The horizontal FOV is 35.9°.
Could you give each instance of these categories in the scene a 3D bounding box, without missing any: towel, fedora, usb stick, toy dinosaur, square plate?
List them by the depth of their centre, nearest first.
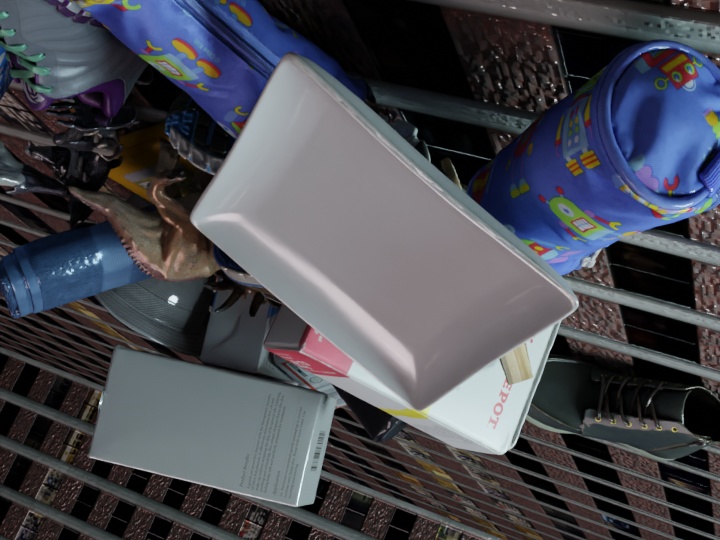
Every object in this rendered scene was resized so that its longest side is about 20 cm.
[{"bbox_3d":[0.005,-0.014,0.647,0.198,0.028,0.200,40,147,-3],"label":"square plate"},{"bbox_3d":[-0.117,-0.022,0.843,0.200,0.136,0.086,-3,-151,-32],"label":"toy dinosaur"},{"bbox_3d":[-0.200,-0.018,0.918,0.200,0.049,0.112,-18,173,-19],"label":"towel"},{"bbox_3d":[-0.025,0.062,0.973,0.200,0.033,0.055,52,135,18],"label":"usb stick"},{"bbox_3d":[-0.194,-0.012,1.094,0.177,0.090,0.200,31,-169,-28],"label":"fedora"}]

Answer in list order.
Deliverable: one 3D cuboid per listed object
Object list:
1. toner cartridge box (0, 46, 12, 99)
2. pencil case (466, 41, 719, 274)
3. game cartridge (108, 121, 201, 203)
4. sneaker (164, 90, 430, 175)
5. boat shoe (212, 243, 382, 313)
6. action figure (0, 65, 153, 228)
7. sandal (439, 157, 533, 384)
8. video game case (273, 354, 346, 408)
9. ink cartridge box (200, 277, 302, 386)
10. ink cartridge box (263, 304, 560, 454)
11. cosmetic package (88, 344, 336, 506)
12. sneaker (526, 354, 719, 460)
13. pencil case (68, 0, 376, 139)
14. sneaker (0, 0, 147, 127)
[{"bbox_3d":[-0.260,-0.162,0.762,0.043,0.095,0.200,27,164,-14],"label":"toner cartridge box"},{"bbox_3d":[0.123,-0.047,0.592,0.087,0.078,0.200,41,163,-3],"label":"pencil case"},{"bbox_3d":[-0.124,-0.069,0.983,0.176,0.032,0.200,32,163,-28],"label":"game cartridge"},{"bbox_3d":[-0.043,-0.076,0.779,0.200,0.075,0.087,19,169,17],"label":"sneaker"},{"bbox_3d":[0.000,0.000,0.771,0.200,0.072,0.072,13,161,23],"label":"boat shoe"},{"bbox_3d":[-0.227,-0.111,0.856,0.102,0.119,0.200,18,157,-18],"label":"action figure"},{"bbox_3d":[0.114,-0.007,0.796,0.070,0.078,0.212,-19,129,3],"label":"sandal"},{"bbox_3d":[0.036,0.077,1.052,0.200,0.017,0.143,-18,150,14],"label":"video game case"},{"bbox_3d":[-0.070,0.057,1.117,0.068,0.116,0.200,8,171,26],"label":"ink cartridge box"},{"bbox_3d":[0.046,0.043,0.891,0.200,0.145,0.083,30,164,-21],"label":"ink cartridge box"},{"bbox_3d":[-0.134,0.142,1.019,0.200,0.108,0.085,13,173,10],"label":"cosmetic package"},{"bbox_3d":[0.235,0.115,1.013,0.200,0.075,0.106,17,161,-11],"label":"sneaker"},{"bbox_3d":[-0.077,-0.130,0.635,0.087,0.078,0.200,20,167,48],"label":"pencil case"},{"bbox_3d":[-0.191,-0.139,0.650,0.074,0.088,0.200,29,-173,30],"label":"sneaker"}]
